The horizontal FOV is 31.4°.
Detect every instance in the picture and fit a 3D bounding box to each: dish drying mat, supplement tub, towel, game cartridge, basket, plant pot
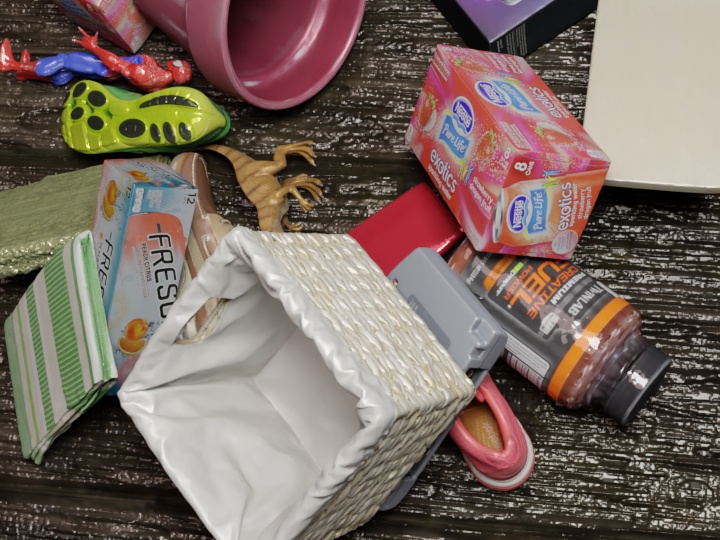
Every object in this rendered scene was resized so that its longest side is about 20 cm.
[{"bbox_3d":[0.000,0.000,1.200,0.200,0.018,0.077,-37,66,-2],"label":"dish drying mat"},{"bbox_3d":[0.168,0.046,1.108,0.200,0.107,0.107,37,81,19],"label":"supplement tub"},{"bbox_3d":[-0.275,-0.050,1.220,0.199,0.037,0.149,-13,31,4],"label":"towel"},{"bbox_3d":[-0.273,0.072,1.150,0.023,0.200,0.153,0,63,-34],"label":"towel"},{"bbox_3d":[0.035,0.087,1.093,0.133,0.040,0.200,50,120,36],"label":"game cartridge"},{"bbox_3d":[-0.047,0.098,1.016,0.200,0.161,0.198,50,119,24],"label":"basket"},{"bbox_3d":[-0.121,-0.277,1.232,0.179,0.200,0.200,28,78,33],"label":"plant pot"}]

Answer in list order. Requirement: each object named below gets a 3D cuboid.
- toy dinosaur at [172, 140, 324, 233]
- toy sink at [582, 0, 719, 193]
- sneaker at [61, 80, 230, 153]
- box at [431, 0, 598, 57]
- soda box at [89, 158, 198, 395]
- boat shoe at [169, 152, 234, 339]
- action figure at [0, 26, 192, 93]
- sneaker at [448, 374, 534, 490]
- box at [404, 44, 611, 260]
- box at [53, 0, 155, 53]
[{"bbox_3d":[-0.096,-0.090,1.216,0.106,0.061,0.200,-17,45,-21],"label":"toy dinosaur"},{"bbox_3d":[0.269,-0.143,1.150,0.130,0.112,0.201,5,68,12],"label":"toy sink"},{"bbox_3d":[-0.215,-0.143,1.260,0.199,0.083,0.074,8,87,31],"label":"sneaker"},{"bbox_3d":[0.129,-0.312,1.250,0.141,0.079,0.200,-34,69,-5],"label":"box"},{"bbox_3d":[-0.201,0.007,1.123,0.068,0.063,0.201,37,119,48],"label":"soda box"},{"bbox_3d":[-0.132,-0.012,1.164,0.071,0.076,0.201,-11,79,10],"label":"boat shoe"},{"bbox_3d":[-0.263,-0.207,1.291,0.199,0.065,0.052,10,81,15],"label":"action figure"},{"bbox_3d":[0.086,0.095,1.116,0.074,0.087,0.200,-35,69,-4],"label":"sneaker"},{"bbox_3d":[0.122,-0.106,1.111,0.095,0.100,0.200,6,33,-23],"label":"box"},{"bbox_3d":[-0.227,-0.339,1.308,0.102,0.095,0.200,30,79,23],"label":"box"}]
